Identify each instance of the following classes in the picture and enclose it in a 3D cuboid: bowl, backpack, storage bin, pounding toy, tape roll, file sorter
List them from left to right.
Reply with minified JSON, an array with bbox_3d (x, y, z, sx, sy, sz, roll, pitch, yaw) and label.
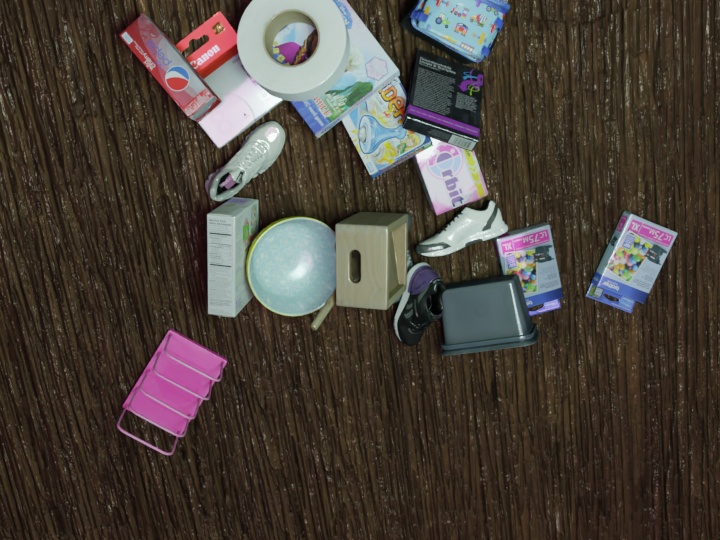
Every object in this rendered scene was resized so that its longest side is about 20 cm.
[{"bbox_3d":[-0.386,0.252,1.610,0.139,0.125,0.200,31,100,-13],"label":"file sorter"},{"bbox_3d":[-0.140,-0.020,1.565,0.200,0.108,0.201,-7,108,-22],"label":"bowl"},{"bbox_3d":[-0.121,-0.415,1.435,0.202,0.071,0.203,0,90,6],"label":"tape roll"},{"bbox_3d":[0.000,0.000,1.503,0.142,0.184,0.201,4,103,17],"label":"pounding toy"},{"bbox_3d":[0.196,-0.509,1.469,0.182,0.135,0.200,27,98,-14],"label":"backpack"},{"bbox_3d":[0.261,0.086,1.634,0.199,0.146,0.135,-8,97,21],"label":"storage bin"}]

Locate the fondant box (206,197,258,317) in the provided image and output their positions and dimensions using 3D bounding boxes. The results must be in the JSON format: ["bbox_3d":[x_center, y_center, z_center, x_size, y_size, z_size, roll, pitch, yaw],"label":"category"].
[{"bbox_3d":[-0.247,-0.029,1.530,0.058,0.144,0.201,7,109,9],"label":"fondant box"}]

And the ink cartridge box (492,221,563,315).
[{"bbox_3d":[0.361,0.008,1.677,0.119,0.042,0.200,-15,108,-2],"label":"ink cartridge box"}]

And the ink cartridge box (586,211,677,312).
[{"bbox_3d":[0.580,-0.012,1.688,0.119,0.042,0.200,20,103,-11],"label":"ink cartridge box"}]

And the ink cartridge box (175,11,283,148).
[{"bbox_3d":[-0.267,-0.361,1.499,0.162,0.057,0.200,-36,111,4],"label":"ink cartridge box"}]

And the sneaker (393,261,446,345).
[{"bbox_3d":[0.125,0.089,1.616,0.076,0.088,0.200,-16,131,-29],"label":"sneaker"}]

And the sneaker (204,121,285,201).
[{"bbox_3d":[-0.221,-0.206,1.529,0.075,0.081,0.200,43,95,-13],"label":"sneaker"}]

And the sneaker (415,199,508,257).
[{"bbox_3d":[0.201,-0.085,1.620,0.200,0.074,0.080,-22,103,-10],"label":"sneaker"}]

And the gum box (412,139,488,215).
[{"bbox_3d":[0.170,-0.217,1.577,0.113,0.066,0.200,-21,106,0],"label":"gum box"}]

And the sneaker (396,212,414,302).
[{"bbox_3d":[0.079,-0.024,1.626,0.081,0.074,0.200,6,109,-21],"label":"sneaker"}]

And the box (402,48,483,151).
[{"bbox_3d":[0.159,-0.326,1.492,0.143,0.200,0.036,17,144,-9],"label":"box"}]

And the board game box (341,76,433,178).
[{"bbox_3d":[0.035,-0.297,1.512,0.135,0.034,0.200,-28,82,5],"label":"board game box"}]

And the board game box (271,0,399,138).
[{"bbox_3d":[-0.063,-0.391,1.486,0.199,0.041,0.200,-38,88,4],"label":"board game box"}]

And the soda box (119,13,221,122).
[{"bbox_3d":[-0.349,-0.372,1.453,0.063,0.070,0.200,-39,91,5],"label":"soda box"}]
